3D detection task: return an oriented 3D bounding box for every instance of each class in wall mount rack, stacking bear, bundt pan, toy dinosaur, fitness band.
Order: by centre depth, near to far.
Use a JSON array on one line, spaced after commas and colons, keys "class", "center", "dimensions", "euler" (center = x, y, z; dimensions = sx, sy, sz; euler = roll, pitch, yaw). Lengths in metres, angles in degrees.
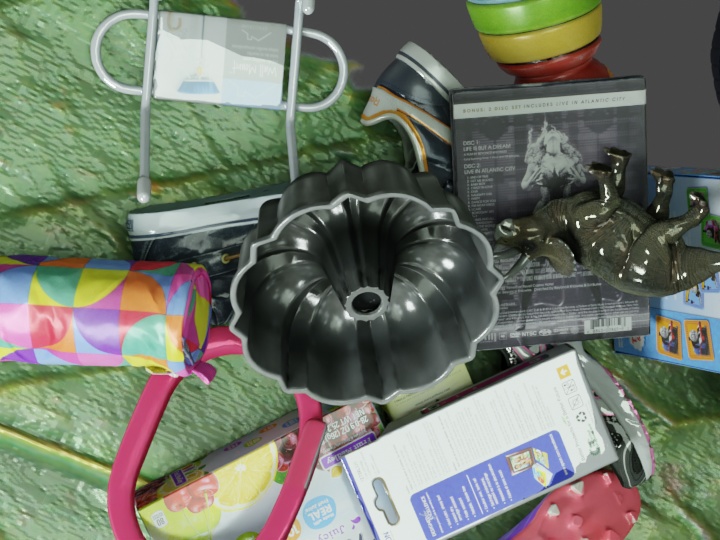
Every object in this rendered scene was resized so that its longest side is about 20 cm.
[{"class": "bundt pan", "center": [0.000, 0.000, 1.443], "dimensions": [0.199, 0.076, 0.203], "euler": [-5, 131, -5]}, {"class": "toy dinosaur", "center": [0.198, -0.024, 1.457], "dimensions": [0.198, 0.077, 0.103], "euler": [18, 114, 3]}, {"class": "wall mount rack", "center": [-0.102, -0.131, 1.478], "dimensions": [0.198, 0.075, 0.176], "euler": [4, 88, -11]}, {"class": "fitness band", "center": [-0.106, 0.140, 1.481], "dimensions": [0.142, 0.037, 0.202], "euler": [21, 77, 5]}, {"class": "stacking bear", "center": [0.141, -0.193, 1.516], "dimensions": [0.113, 0.121, 0.202], "euler": [-17, 108, -7]}]

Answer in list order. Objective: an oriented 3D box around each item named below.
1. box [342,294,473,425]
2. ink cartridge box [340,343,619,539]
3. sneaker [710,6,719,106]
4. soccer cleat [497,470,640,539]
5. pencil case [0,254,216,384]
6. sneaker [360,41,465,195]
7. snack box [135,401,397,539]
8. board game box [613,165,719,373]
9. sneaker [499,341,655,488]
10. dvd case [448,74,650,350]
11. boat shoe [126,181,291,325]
[{"class": "box", "center": [0.050, 0.093, 1.559], "dimensions": [0.075, 0.050, 0.202], "euler": [-26, 101, -7]}, {"class": "ink cartridge box", "center": [0.090, 0.140, 1.516], "dimensions": [0.198, 0.037, 0.095], "euler": [-24, 100, -6]}, {"class": "sneaker", "center": [0.328, -0.205, 1.568], "dimensions": [0.081, 0.074, 0.202], "euler": [-5, 107, -27]}, {"class": "soccer cleat", "center": [0.142, 0.222, 1.583], "dimensions": [0.199, 0.076, 0.067], "euler": [-33, 88, -33]}, {"class": "pencil case", "center": [-0.204, 0.034, 1.453], "dimensions": [0.198, 0.088, 0.089], "euler": [5, 97, 9]}, {"class": "sneaker", "center": [0.085, -0.081, 1.531], "dimensions": [0.200, 0.078, 0.080], "euler": [41, 87, -9]}, {"class": "snack box", "center": [-0.053, 0.207, 1.543], "dimensions": [0.198, 0.068, 0.170], "euler": [-25, 100, -7]}, {"class": "board game box", "center": [0.259, -0.001, 1.515], "dimensions": [0.036, 0.199, 0.153], "euler": [-10, 100, -29]}, {"class": "sneaker", "center": [0.153, 0.093, 1.576], "dimensions": [0.086, 0.080, 0.201], "euler": [-35, 92, 1]}, {"class": "dvd case", "center": [0.144, -0.043, 1.500], "dimensions": [0.147, 0.016, 0.202], "euler": [-5, 106, -4]}, {"class": "boat shoe", "center": [-0.075, -0.015, 1.513], "dimensions": [0.198, 0.071, 0.092], "euler": [-9, 100, -4]}]
